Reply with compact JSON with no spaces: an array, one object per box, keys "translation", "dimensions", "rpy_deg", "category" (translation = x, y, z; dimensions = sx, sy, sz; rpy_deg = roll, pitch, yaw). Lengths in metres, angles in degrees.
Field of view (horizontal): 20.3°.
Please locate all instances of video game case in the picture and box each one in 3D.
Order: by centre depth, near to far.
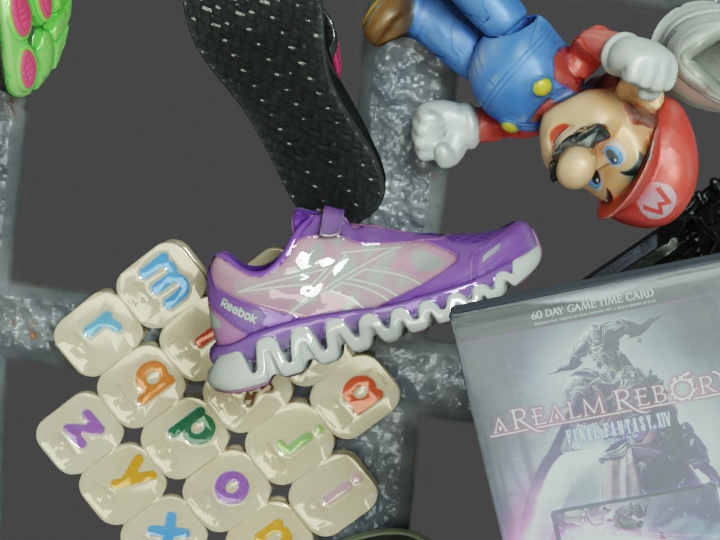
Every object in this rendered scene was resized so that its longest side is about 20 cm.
[{"translation":[0.134,0.099,0.978],"dimensions":[0.142,0.019,0.201],"rpy_deg":[-11,106,10],"category":"video game case"}]

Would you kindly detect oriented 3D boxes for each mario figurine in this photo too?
[{"translation":[0.092,-0.092,1.067],"dimensions":[0.200,0.123,0.106],"rpy_deg":[39,79,4],"category":"mario figurine"}]

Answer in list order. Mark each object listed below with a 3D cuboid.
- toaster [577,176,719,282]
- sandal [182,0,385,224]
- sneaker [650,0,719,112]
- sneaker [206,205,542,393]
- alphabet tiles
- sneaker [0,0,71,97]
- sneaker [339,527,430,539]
[{"translation":[0.173,0.045,1.061],"dimensions":[0.200,0.181,0.119],"rpy_deg":[-35,99,14],"category":"toaster"},{"translation":[-0.042,-0.114,1.113],"dimensions":[0.075,0.045,0.200],"rpy_deg":[-15,122,13],"category":"sandal"},{"translation":[0.253,-0.097,1.065],"dimensions":[0.199,0.087,0.075],"rpy_deg":[6,102,5],"category":"sneaker"},{"translation":[0.000,0.000,1.116],"dimensions":[0.200,0.080,0.089],"rpy_deg":[-18,88,0],"category":"sneaker"},{"translation":[-0.085,0.084,1.183],"dimensions":[0.195,0.015,0.200],"rpy_deg":[-38,96,13],"category":"alphabet tiles"},{"translation":[-0.224,-0.191,1.117],"dimensions":[0.084,0.077,0.200],"rpy_deg":[-18,97,28],"category":"sneaker"},{"translation":[-0.039,0.227,1.163],"dimensions":[0.200,0.106,0.075],"rpy_deg":[-32,97,13],"category":"sneaker"}]
